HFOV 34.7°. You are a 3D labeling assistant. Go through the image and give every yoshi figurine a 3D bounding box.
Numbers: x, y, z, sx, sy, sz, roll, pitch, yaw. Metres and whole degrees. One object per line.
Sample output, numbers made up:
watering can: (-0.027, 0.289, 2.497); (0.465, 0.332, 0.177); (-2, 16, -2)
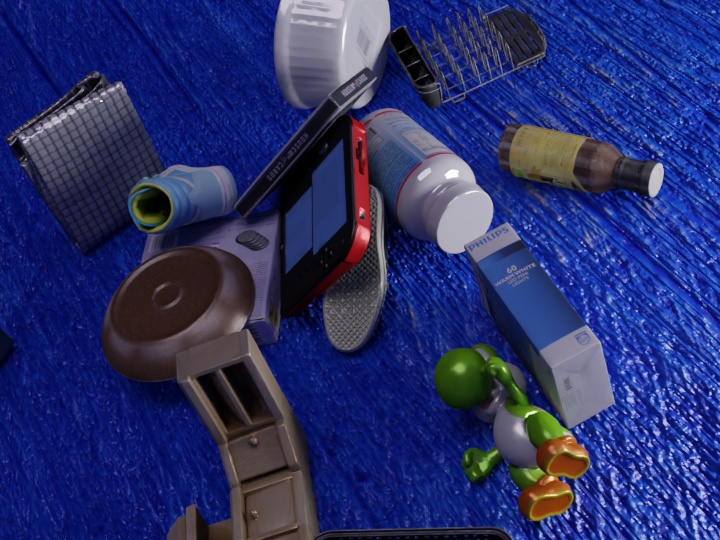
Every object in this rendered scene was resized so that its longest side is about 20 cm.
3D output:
yoshi figurine: (0.133, 0.145, 1.135); (0.112, 0.113, 0.201); (-33, 42, -1)

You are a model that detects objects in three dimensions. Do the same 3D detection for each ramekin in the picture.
ramekin: (-0.033, -0.317, 1.572); (0.096, 0.202, 0.202); (10, 53, 20)

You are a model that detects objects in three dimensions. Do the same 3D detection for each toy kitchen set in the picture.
toy kitchen set: (-0.146, 0.211, 1.131); (0.161, 0.182, 0.202); (-19, 40, 6)

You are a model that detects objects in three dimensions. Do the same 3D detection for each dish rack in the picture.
dish rack: (0.150, -0.307, 1.584); (0.197, 0.055, 0.154); (-23, 45, 0)

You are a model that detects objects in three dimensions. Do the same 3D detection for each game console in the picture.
game console: (-0.048, -0.065, 1.352); (0.176, 0.031, 0.203); (-38, 42, 42)

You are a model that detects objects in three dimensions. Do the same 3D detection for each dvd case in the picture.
dvd case: (-0.068, -0.162, 1.441); (0.200, 0.025, 0.150); (-45, 4, 29)

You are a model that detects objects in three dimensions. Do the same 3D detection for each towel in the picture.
towel: (-0.364, -0.149, 1.545); (0.165, 0.202, 0.085); (-36, 44, -14)

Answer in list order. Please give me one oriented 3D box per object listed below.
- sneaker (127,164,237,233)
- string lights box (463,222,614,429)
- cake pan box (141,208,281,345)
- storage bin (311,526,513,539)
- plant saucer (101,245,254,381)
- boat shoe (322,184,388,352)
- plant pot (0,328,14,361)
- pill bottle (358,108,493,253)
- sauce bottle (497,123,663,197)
sneaker: (-0.259, -0.089, 1.472); (0.129, 0.081, 0.199); (-18, 6, -38)
string lights box: (0.182, 0.054, 1.198); (0.058, 0.103, 0.201); (-27, 45, -3)
cake pan box: (-0.190, 0.019, 1.424); (0.197, 0.053, 0.186); (-11, 44, 13)
storage bin: (0.047, 0.312, 1.021); (0.197, 0.094, 0.137); (-5, 47, 17)
plant saucer: (-0.223, 0.039, 1.360); (0.197, 0.037, 0.203); (-13, 47, 13)
boat shoe: (0.000, 0.000, 1.345); (0.073, 0.062, 0.203); (0, 70, 14)
plant pot: (-0.562, 0.125, 1.422); (0.139, 0.142, 0.202); (9, 60, 29)
pill bottle: (0.070, -0.106, 1.390); (0.108, 0.110, 0.200); (-34, 46, -11)
sauce bottle: (0.258, -0.127, 1.363); (0.198, 0.065, 0.065); (18, 57, 36)
